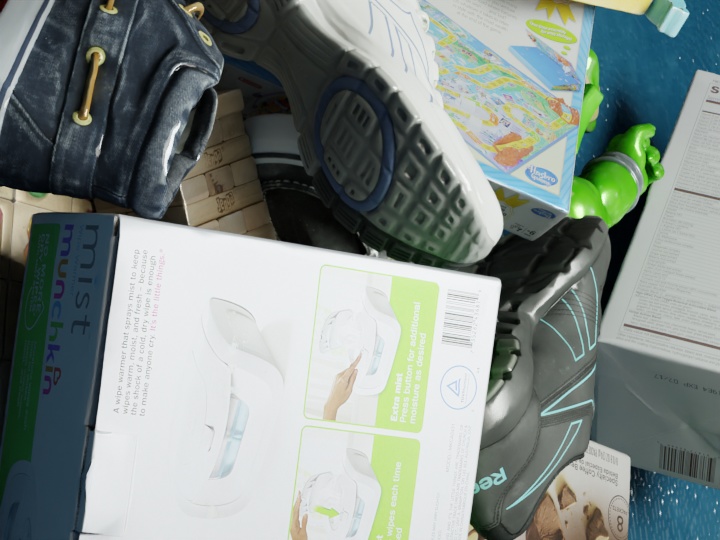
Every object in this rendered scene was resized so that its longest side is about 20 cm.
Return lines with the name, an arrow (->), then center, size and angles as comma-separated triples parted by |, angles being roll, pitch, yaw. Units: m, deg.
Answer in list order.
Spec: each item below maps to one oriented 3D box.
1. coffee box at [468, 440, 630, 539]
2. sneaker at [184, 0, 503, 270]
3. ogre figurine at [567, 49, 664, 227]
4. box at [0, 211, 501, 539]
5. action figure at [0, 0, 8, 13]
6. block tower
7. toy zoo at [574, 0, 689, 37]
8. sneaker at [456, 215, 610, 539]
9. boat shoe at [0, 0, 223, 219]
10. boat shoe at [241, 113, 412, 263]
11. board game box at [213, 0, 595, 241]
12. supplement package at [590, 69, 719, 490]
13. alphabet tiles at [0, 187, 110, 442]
coffee box -> 0.043, 0.124, 1.156 | 0.199, 0.079, 0.114 | 25, 62, -47
sneaker -> 0.003, -0.090, 1.029 | 0.087, 0.075, 0.201 | -22, 72, -44
ogre figurine -> 0.082, -0.086, 1.232 | 0.120, 0.097, 0.201 | -71, 147, -46
box -> -0.050, 0.088, 0.965 | 0.175, 0.097, 0.202 | 8, 88, -28
action figure -> -0.158, -0.162, 0.979 | 0.065, 0.051, 0.201 | 24, 70, -41
block tower -> -0.064, 0.026, 1.051 | 0.054, 0.058, 0.201 | -25, 106, -51
toy zoo -> 0.082, -0.178, 1.185 | 0.131, 0.200, 0.021 | -8, 133, -58
sneaker -> 0.073, 0.045, 1.109 | 0.080, 0.075, 0.200 | 65, 33, -22
boat shoe -> -0.091, -0.101, 0.982 | 0.071, 0.090, 0.201 | 104, 3, -51
boat shoe -> 0.000, 0.000, 1.114 | 0.200, 0.072, 0.071 | 47, 51, -51
board game box -> 0.012, -0.112, 1.120 | 0.199, 0.034, 0.135 | 23, 58, -19
supplement package -> 0.208, 0.007, 1.331 | 0.110, 0.113, 0.201 | 85, 25, -52
alphabet tiles -> -0.114, -0.020, 1.043 | 0.166, 0.006, 0.202 | 16, 71, -49
